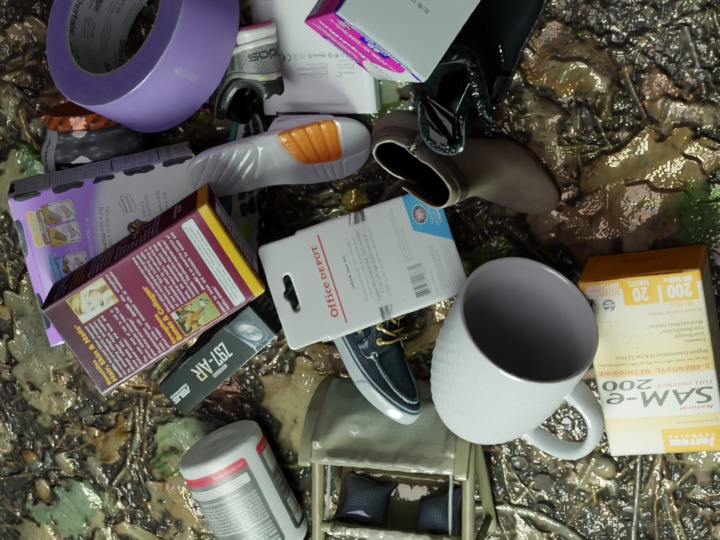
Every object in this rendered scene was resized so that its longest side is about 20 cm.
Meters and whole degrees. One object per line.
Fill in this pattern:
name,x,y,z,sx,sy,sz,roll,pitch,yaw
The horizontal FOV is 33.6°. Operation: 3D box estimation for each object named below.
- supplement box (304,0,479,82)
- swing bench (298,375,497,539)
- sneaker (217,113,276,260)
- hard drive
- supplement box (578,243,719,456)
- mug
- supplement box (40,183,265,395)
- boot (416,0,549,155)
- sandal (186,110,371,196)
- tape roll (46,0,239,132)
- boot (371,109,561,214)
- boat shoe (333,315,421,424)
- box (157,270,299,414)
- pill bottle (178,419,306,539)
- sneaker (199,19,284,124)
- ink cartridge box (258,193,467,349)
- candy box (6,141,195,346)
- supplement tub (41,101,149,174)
supplement box,0.026,-0.245,1.106,0.101,0.200,0.104,35,93,-14
swing bench,0.044,0.234,1.362,0.196,0.130,0.203,1,112,20
sneaker,-0.146,-0.081,1.335,0.079,0.077,0.203,23,117,23
hard drive,-0.051,-0.265,1.246,0.130,0.027,0.203,2,113,20
supplement box,0.306,0.084,1.232,0.124,0.074,0.203,-7,109,23
mug,0.164,0.113,1.222,0.199,0.147,0.176,40,144,13
supplement box,-0.207,0.018,1.210,0.199,0.086,0.111,-32,108,4
boot,0.119,-0.220,1.121,0.075,0.168,0.202,21,117,10
sandal,-0.088,-0.133,1.261,0.204,0.060,0.080,-11,134,-18
tape roll,-0.225,-0.250,1.225,0.198,0.085,0.203,-11,71,34
boot,0.101,-0.095,1.192,0.198,0.146,0.071,29,117,6
boat shoe,0.021,0.064,1.303,0.091,0.070,0.201,-45,68,27
box,-0.123,0.052,1.306,0.044,0.200,0.160,45,119,-7
pill bottle,-0.132,0.296,1.463,0.110,0.111,0.202,-19,104,26
sneaker,-0.156,-0.190,1.272,0.198,0.073,0.089,-20,92,35
ink cartridge box,0.000,0.000,1.245,0.197,0.067,0.117,-18,87,-9
candy box,-0.257,-0.031,1.278,0.197,0.072,0.170,-14,111,-9
supplement tub,-0.292,-0.088,1.355,0.121,0.123,0.203,1,112,20
